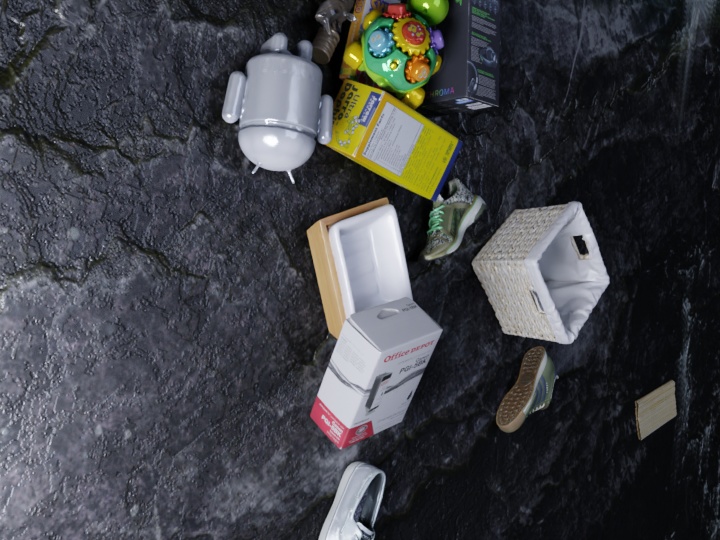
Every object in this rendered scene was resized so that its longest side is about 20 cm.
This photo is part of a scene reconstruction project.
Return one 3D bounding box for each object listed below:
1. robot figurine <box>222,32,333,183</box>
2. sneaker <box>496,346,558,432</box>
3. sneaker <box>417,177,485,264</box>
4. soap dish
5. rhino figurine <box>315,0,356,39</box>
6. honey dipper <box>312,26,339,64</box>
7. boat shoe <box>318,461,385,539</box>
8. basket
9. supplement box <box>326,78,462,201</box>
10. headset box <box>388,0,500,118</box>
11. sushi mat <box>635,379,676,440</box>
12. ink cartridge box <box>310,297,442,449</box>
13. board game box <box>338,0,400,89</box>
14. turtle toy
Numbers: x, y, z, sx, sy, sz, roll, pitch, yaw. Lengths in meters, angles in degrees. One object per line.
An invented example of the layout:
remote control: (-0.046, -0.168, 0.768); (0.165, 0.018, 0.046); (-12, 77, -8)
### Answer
robot figurine: (-0.115, -0.231, 1.208); (0.167, 0.113, 0.203); (7, 84, -24)
sneaker: (0.343, 0.254, 1.681); (0.090, 0.067, 0.201); (50, 54, -25)
sneaker: (0.143, -0.090, 1.501); (0.089, 0.076, 0.201); (50, 51, -16)
soap dish: (0.000, 0.000, 1.340); (0.156, 0.081, 0.203); (-22, 105, -42)
rhino figurine: (-0.043, -0.446, 1.299); (0.087, 0.059, 0.203); (15, 66, -43)
honey dipper: (-0.031, -0.417, 1.349); (0.038, 0.038, 0.202); (40, 60, -36)
boat shoe: (-0.011, 0.403, 1.330); (0.070, 0.071, 0.203); (32, 68, -39)
basket: (0.348, 0.005, 1.626); (0.200, 0.160, 0.200); (-47, 120, -35)
supplement box: (0.049, -0.207, 1.353); (0.199, 0.109, 0.110); (23, 95, -42)
headset box: (0.140, -0.370, 1.417); (0.092, 0.173, 0.203); (4, 88, -46)
sushi mat: (0.738, 0.345, 2.107); (0.198, 0.012, 0.097); (-15, 101, -44)
ink cartridge box: (0.023, 0.156, 1.291); (0.146, 0.083, 0.202); (-16, 136, -43)
board game box: (0.019, -0.390, 1.384); (0.095, 0.030, 0.203); (24, 73, -55)
turtle toy: (0.072, -0.359, 1.306); (0.145, 0.101, 0.202); (32, 63, -11)
